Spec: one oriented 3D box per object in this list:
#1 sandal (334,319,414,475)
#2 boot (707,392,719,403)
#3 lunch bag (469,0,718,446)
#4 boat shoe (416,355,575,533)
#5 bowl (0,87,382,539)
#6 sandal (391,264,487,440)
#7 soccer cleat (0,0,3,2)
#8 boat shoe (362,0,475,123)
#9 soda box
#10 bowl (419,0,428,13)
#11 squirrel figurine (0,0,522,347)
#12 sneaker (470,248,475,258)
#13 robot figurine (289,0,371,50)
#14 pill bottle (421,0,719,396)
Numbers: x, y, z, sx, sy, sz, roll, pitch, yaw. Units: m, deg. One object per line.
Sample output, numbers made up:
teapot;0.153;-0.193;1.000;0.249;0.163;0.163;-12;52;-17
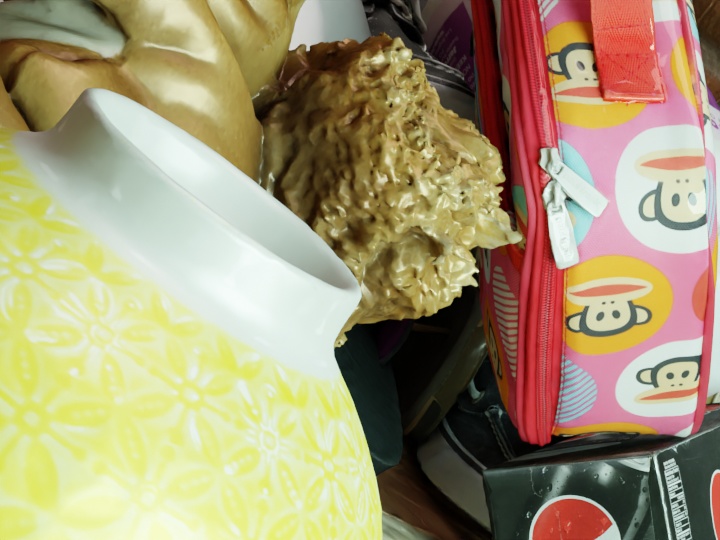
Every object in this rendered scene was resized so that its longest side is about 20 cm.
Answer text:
sandal;0.001;0.001;0.920;0.075;0.048;0.201;43;24;-34
boot;0.171;0.109;1.038;0.155;0.072;0.200;49;-12;43
lunch bag;0.081;-0.057;0.807;0.177;0.081;0.201;87;0;-50
boat shoe;0.069;0.068;0.987;0.072;0.068;0.200;36;8;-10
bowl;-0.063;0.023;0.538;0.200;0.108;0.200;36;8;-6
sandal;0.012;0.013;1.016;0.054;0.082;0.200;24;13;-19
soccer cleat;-0.144;-0.061;0.836;0.201;0.085;0.069;-108;-168;-44
boat shoe;-0.008;-0.101;0.983;0.073;0.068;0.199;23;2;-31
soda box;0.114;0.091;0.883;0.200;0.070;0.064;-6;88;-66
bowl;0.019;-0.121;1.109;0.199;0.200;0.075;28;40;-16
squirrel figurine;-0.045;-0.061;0.723;0.200;0.187;0.141;46;-22;-16
sneaker;0.085;0.011;1.123;0.099;0.071;0.200;9;-17;-4
robot figurine;-0.053;-0.087;0.876;0.112;0.170;0.201;-2;57;-20
pill bottle;0.102;-0.043;0.976;0.112;0.112;0.201;29;30;-45
